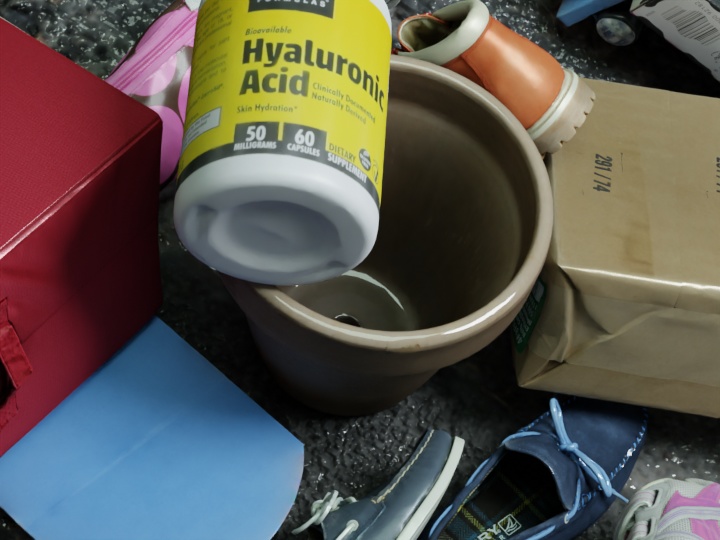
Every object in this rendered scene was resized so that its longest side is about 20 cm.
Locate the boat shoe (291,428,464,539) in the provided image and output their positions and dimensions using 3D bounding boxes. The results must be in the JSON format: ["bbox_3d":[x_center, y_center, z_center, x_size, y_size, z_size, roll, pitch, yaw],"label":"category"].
[{"bbox_3d":[-0.011,0.165,1.386,0.062,0.075,0.200,34,72,7],"label":"boat shoe"}]

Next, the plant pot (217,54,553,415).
[{"bbox_3d":[0.000,0.000,1.426,0.199,0.175,0.201,5,58,-8],"label":"plant pot"}]

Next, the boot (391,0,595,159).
[{"bbox_3d":[0.053,-0.121,1.492,0.107,0.200,0.075,38,71,-21],"label":"boot"}]

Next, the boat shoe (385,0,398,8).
[{"bbox_3d":[-0.060,-0.235,1.606,0.199,0.075,0.062,15,60,-4],"label":"boat shoe"}]

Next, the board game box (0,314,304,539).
[{"bbox_3d":[-0.135,0.118,1.412,0.200,0.039,0.158,39,59,24],"label":"board game box"}]

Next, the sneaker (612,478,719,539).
[{"bbox_3d":[0.179,0.171,1.390,0.088,0.082,0.200,30,19,26],"label":"sneaker"}]

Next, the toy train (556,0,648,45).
[{"bbox_3d":[0.184,-0.251,1.645,0.114,0.087,0.201,36,60,-22],"label":"toy train"}]

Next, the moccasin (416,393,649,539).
[{"bbox_3d":[0.109,0.133,1.428,0.080,0.068,0.200,38,60,13],"label":"moccasin"}]

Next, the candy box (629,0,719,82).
[{"bbox_3d":[0.283,-0.178,1.600,0.200,0.061,0.137,34,57,-22],"label":"candy box"}]

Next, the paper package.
[{"bbox_3d":[0.188,-0.016,1.482,0.189,0.104,0.201,8,41,-6],"label":"paper package"}]

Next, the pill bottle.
[{"bbox_3d":[-0.039,-0.103,1.315,0.111,0.112,0.201,7,58,-6],"label":"pill bottle"}]

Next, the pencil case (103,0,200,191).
[{"bbox_3d":[-0.129,-0.110,1.518,0.091,0.094,0.200,34,60,11],"label":"pencil case"}]

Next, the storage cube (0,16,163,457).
[{"bbox_3d":[-0.231,-0.021,1.381,0.199,0.172,0.180,31,54,21],"label":"storage cube"}]
